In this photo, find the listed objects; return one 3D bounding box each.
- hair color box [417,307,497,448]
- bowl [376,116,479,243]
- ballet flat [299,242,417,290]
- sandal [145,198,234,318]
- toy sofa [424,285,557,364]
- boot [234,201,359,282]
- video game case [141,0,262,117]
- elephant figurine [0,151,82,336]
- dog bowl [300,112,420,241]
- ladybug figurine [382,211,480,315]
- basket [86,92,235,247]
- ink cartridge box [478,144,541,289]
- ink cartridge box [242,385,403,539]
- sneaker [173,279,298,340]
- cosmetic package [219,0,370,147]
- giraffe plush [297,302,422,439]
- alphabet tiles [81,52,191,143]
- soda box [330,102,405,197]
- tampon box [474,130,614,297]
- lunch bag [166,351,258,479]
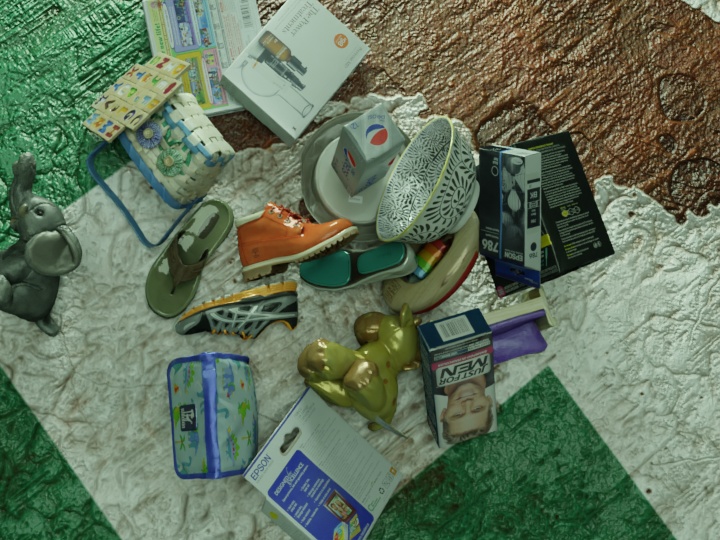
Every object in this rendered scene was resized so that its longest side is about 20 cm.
[{"bbox_3d":[0.145,0.161,1.571,0.098,0.203,0.061,-15,38,-8],"label":"hair color box"},{"bbox_3d":[0.113,-0.114,1.557,0.093,0.200,0.204,26,79,-18],"label":"bowl"},{"bbox_3d":[0.000,0.000,1.622,0.197,0.069,0.071,-11,80,29],"label":"ballet flat"},{"bbox_3d":[-0.263,-0.025,1.615,0.079,0.057,0.203,29,79,-1],"label":"sandal"},{"bbox_3d":[0.200,0.100,1.636,0.196,0.083,0.099,-16,83,-8],"label":"toy sofa"},{"bbox_3d":[-0.101,-0.060,1.599,0.197,0.075,0.109,-16,85,18],"label":"boot"},{"bbox_3d":[-0.239,-0.345,1.686,0.178,0.022,0.204,-12,84,-8],"label":"video game case"},{"bbox_3d":[-0.469,-0.037,1.550,0.141,0.155,0.201,36,87,22],"label":"elephant figurine"},{"bbox_3d":[-0.002,-0.140,1.663,0.196,0.059,0.205,1,81,-6],"label":"dog bowl"},{"bbox_3d":[0.114,-0.009,1.630,0.200,0.136,0.072,-48,131,5],"label":"ladybug figurine"},{"bbox_3d":[-0.305,-0.161,1.600,0.200,0.139,0.177,-43,85,23],"label":"basket"},{"bbox_3d":[0.217,-0.075,1.547,0.039,0.099,0.204,-15,110,-35],"label":"ink cartridge box"},{"bbox_3d":[-0.056,0.303,1.540,0.199,0.047,0.198,41,45,-1],"label":"ink cartridge box"},{"bbox_3d":[-0.184,0.071,1.603,0.196,0.078,0.079,-14,92,-7],"label":"sneaker"},{"bbox_3d":[-0.102,-0.320,1.668,0.150,0.052,0.201,40,73,-7],"label":"cosmetic package"},{"bbox_3d":[0.024,0.129,1.583,0.198,0.173,0.164,34,69,-5],"label":"giraffe plush"},{"bbox_3d":[-0.335,-0.261,1.585,0.166,0.199,0.006,-45,125,-11],"label":"alphabet tiles"},{"bbox_3d":[0.008,-0.170,1.537,0.068,0.200,0.064,-32,85,-11],"label":"soda box"},{"bbox_3d":[0.264,-0.085,1.621,0.125,0.149,0.203,-16,83,-35],"label":"tampon box"},{"bbox_3d":[-0.208,0.208,1.514,0.125,0.200,0.174,-5,83,-7],"label":"lunch bag"}]
